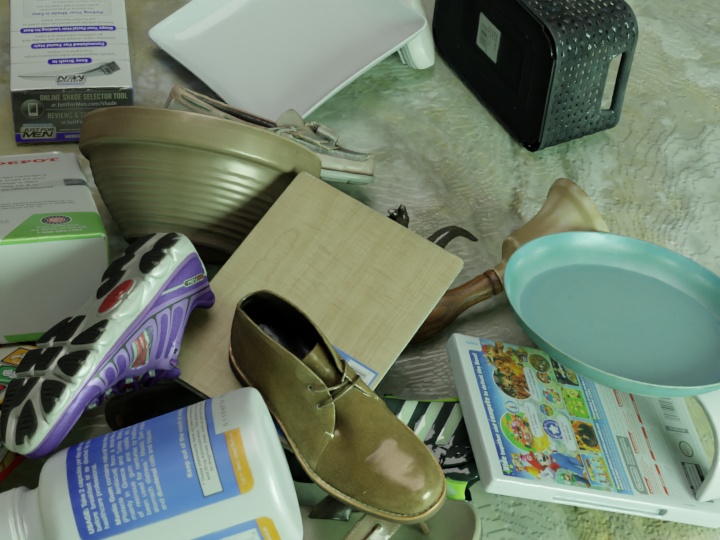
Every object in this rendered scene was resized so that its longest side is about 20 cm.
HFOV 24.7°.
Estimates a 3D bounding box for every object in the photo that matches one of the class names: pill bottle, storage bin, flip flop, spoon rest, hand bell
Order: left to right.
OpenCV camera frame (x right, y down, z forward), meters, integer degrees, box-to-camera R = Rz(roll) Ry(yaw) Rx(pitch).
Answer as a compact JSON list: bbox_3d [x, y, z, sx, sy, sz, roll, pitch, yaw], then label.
[{"bbox_3d":[-0.147,0.160,1.097,0.198,0.113,0.113,-18,45,1],"label":"pill bottle"},{"bbox_3d":[-0.012,0.182,1.147,0.198,0.058,0.082,3,43,-2],"label":"flip flop"},{"bbox_3d":[0.101,0.014,1.337,0.199,0.105,0.104,-27,50,-13],"label":"hand bell"},{"bbox_3d":[0.158,-0.223,1.535,0.093,0.136,0.200,-18,48,-24],"label":"storage bin"},{"bbox_3d":[0.223,0.077,1.238,0.099,0.061,0.201,-7,50,-39],"label":"spoon rest"}]

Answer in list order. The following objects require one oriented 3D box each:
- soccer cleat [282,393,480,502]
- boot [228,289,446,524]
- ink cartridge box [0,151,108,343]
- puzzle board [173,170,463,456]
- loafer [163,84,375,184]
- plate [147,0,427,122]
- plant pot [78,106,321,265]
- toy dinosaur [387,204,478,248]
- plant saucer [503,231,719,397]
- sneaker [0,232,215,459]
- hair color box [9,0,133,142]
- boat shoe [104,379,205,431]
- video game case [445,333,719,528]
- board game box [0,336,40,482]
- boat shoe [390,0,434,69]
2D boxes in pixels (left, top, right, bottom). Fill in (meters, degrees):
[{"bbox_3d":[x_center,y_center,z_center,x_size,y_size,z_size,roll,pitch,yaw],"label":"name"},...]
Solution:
[{"bbox_3d":[0.041,0.133,1.201,0.198,0.068,0.081,-7,46,-18],"label":"soccer cleat"},{"bbox_3d":[-0.020,0.092,1.122,0.073,0.076,0.200,-39,67,-24],"label":"boot"},{"bbox_3d":[-0.277,-0.020,1.265,0.144,0.085,0.200,-5,22,-15],"label":"ink cartridge box"},{"bbox_3d":[-0.038,0.032,1.212,0.150,0.017,0.201,29,63,16],"label":"puzzle board"},{"bbox_3d":[-0.081,-0.118,1.435,0.198,0.064,0.072,10,3,8],"label":"loafer"},{"bbox_3d":[-0.068,-0.221,1.558,0.199,0.032,0.199,-38,56,-18],"label":"plate"},{"bbox_3d":[-0.135,-0.060,1.331,0.199,0.201,0.094,9,80,4],"label":"plant pot"},{"bbox_3d":[0.000,0.000,1.345,0.198,0.077,0.103,2,62,-23],"label":"toy dinosaur"},{"bbox_3d":[0.200,0.035,1.228,0.198,0.028,0.201,9,31,-6],"label":"plant saucer"},{"bbox_3d":[-0.165,0.060,1.134,0.080,0.084,0.200,-3,38,48],"label":"sneaker"},{"bbox_3d":[-0.269,-0.204,1.525,0.108,0.065,0.201,-2,42,-9],"label":"hair color box"},{"bbox_3d":[-0.099,0.071,1.245,0.198,0.076,0.074,-8,42,-15],"label":"boat shoe"},{"bbox_3d":[0.167,0.118,1.218,0.198,0.018,0.144,12,40,-22],"label":"video game case"},{"bbox_3d":[-0.301,0.101,1.159,0.150,0.047,0.200,9,29,21],"label":"board game box"},{"bbox_3d":[0.022,-0.267,1.624,0.068,0.072,0.201,-22,55,8],"label":"boat shoe"}]
